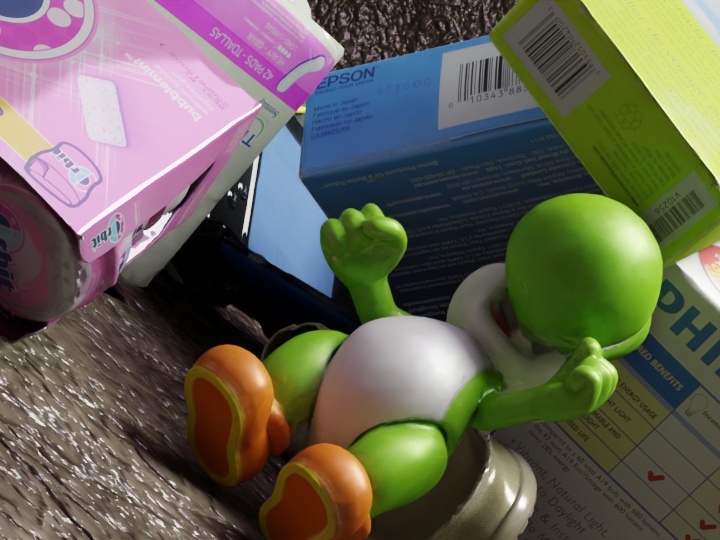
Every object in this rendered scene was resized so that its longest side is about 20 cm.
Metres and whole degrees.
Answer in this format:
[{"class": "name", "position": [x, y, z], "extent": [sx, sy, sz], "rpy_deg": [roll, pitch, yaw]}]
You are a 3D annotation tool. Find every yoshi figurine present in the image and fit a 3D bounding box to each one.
[{"class": "yoshi figurine", "position": [0.039, 0.025, 0.776], "extent": [0.112, 0.199, 0.113], "rpy_deg": [-3, -72, 54]}]

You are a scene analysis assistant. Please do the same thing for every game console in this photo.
[{"class": "game console", "position": [0.000, 0.000, 1.078], "extent": [0.118, 0.172, 0.200], "rpy_deg": [-2, -27, 21]}]

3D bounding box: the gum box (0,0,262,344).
[{"class": "gum box", "position": [-0.140, -0.075, 0.727], "extent": [0.200, 0.066, 0.113], "rpy_deg": [42, 40, 5]}]

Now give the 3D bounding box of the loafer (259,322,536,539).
[{"class": "loafer", "position": [0.005, 0.077, 0.893], "extent": [0.068, 0.076, 0.200], "rpy_deg": [38, -4, -28]}]

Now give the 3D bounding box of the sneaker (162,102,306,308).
[{"class": "sneaker", "position": [-0.071, -0.075, 1.158], "extent": [0.074, 0.084, 0.201], "rpy_deg": [26, 49, -32]}]

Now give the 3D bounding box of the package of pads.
[{"class": "package of pads", "position": [-0.110, -0.085, 0.887], "extent": [0.068, 0.155, 0.200], "rpy_deg": [44, 6, 30]}]

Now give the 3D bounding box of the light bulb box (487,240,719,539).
[{"class": "light bulb box", "position": [0.160, 0.102, 0.933], "extent": [0.198, 0.200, 0.125], "rpy_deg": [43, 31, 3]}]

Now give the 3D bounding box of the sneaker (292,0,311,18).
[{"class": "sneaker", "position": [-0.129, -0.163, 1.130], "extent": [0.199, 0.078, 0.100], "rpy_deg": [2, -30, 15]}]

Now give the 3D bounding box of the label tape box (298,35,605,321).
[{"class": "label tape box", "position": [0.076, -0.027, 1.005], "extent": [0.200, 0.142, 0.066], "rpy_deg": [52, 33, -49]}]

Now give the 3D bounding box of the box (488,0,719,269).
[{"class": "box", "position": [0.145, -0.078, 0.893], "extent": [0.122, 0.048, 0.200], "rpy_deg": [54, 30, 10]}]
